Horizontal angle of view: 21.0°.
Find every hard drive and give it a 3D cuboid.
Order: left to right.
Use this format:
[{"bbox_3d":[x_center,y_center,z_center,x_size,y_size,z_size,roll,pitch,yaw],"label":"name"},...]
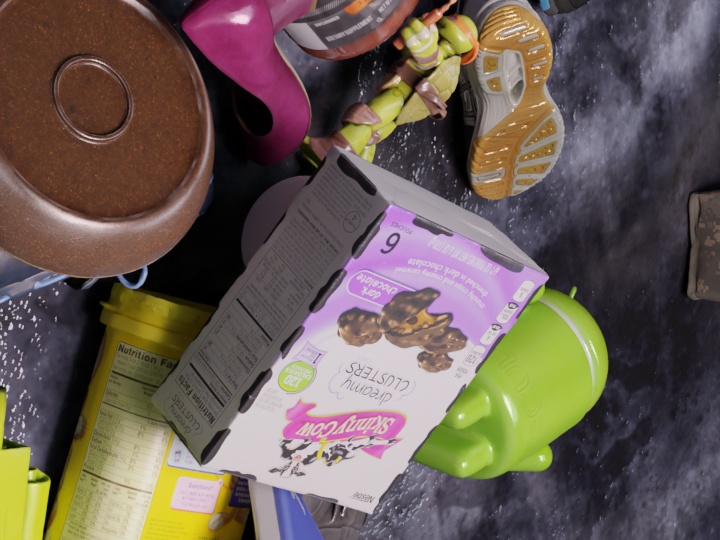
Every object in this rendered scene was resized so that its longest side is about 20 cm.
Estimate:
[{"bbox_3d":[-0.034,0.236,1.248,0.132,0.025,0.200,68,8,-51],"label":"hard drive"}]

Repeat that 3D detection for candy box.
[{"bbox_3d":[-0.005,0.043,1.209,0.168,0.072,0.200,22,109,-47],"label":"candy box"}]

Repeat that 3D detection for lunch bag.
[{"bbox_3d":[0.420,-0.024,1.788,0.200,0.164,0.118,-10,103,-46],"label":"lunch bag"}]

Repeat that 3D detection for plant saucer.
[{"bbox_3d":[-0.164,-0.096,1.139,0.200,0.034,0.201,13,68,-34],"label":"plant saucer"}]

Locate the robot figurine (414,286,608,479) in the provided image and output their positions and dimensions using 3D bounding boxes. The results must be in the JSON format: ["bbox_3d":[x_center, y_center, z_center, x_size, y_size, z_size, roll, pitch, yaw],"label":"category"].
[{"bbox_3d":[0.114,0.086,1.511,0.200,0.116,0.176,-30,123,-40],"label":"robot figurine"}]

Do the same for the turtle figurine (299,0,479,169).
[{"bbox_3d":[0.030,-0.124,1.358,0.064,0.200,0.161,44,87,0],"label":"turtle figurine"}]

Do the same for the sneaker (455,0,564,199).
[{"bbox_3d":[0.107,-0.143,1.470,0.076,0.088,0.200,-13,140,-10],"label":"sneaker"}]

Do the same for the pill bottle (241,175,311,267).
[{"bbox_3d":[0.000,0.000,1.330,0.200,0.111,0.112,28,80,-62],"label":"pill bottle"}]

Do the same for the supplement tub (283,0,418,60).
[{"bbox_3d":[-0.047,-0.231,1.245,0.200,0.107,0.107,45,67,-45],"label":"supplement tub"}]

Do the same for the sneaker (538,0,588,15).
[{"bbox_3d":[0.211,-0.270,1.543,0.200,0.082,0.073,-45,133,-29],"label":"sneaker"}]

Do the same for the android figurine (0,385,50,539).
[{"bbox_3d":[-0.262,0.167,1.167,0.182,0.041,0.200,-3,103,-48],"label":"android figurine"}]

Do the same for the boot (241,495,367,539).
[{"bbox_3d":[-0.057,0.218,1.399,0.132,0.070,0.200,36,78,-53],"label":"boot"}]

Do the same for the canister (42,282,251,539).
[{"bbox_3d":[-0.126,0.121,1.275,0.148,0.086,0.200,17,89,-51],"label":"canister"}]

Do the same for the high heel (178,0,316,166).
[{"bbox_3d":[-0.083,-0.121,1.239,0.096,0.067,0.200,-29,151,-25],"label":"high heel"}]

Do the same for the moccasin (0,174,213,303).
[{"bbox_3d":[-0.182,-0.021,1.190,0.200,0.080,0.068,-15,118,-30],"label":"moccasin"}]
